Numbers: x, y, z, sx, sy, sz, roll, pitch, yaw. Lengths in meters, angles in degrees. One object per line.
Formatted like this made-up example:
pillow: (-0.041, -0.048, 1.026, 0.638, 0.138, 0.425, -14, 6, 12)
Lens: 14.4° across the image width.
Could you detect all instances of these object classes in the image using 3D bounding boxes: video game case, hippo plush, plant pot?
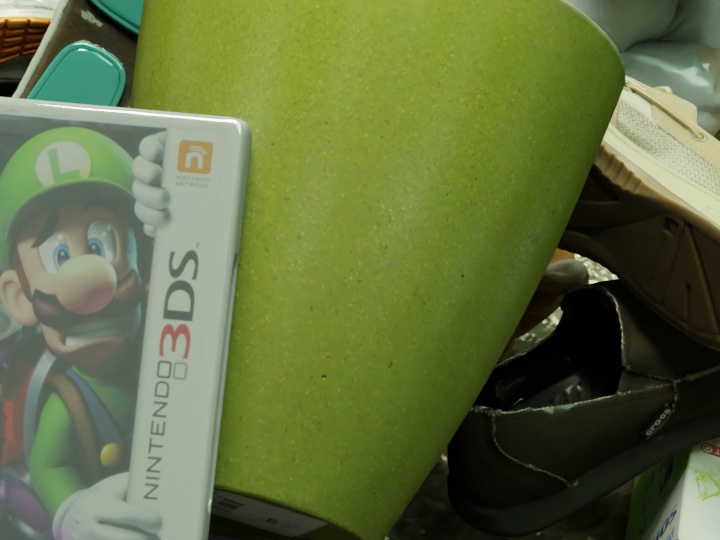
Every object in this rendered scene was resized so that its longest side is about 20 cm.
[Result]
video game case: (-0.145, 0.029, 0.977, 0.200, 0.023, 0.182, 5, 82, 5)
hippo plush: (0.125, -0.171, 1.411, 0.200, 0.161, 0.159, 7, 46, -19)
plant pot: (-0.015, -0.002, 1.057, 0.187, 0.187, 0.200, 18, 75, -8)

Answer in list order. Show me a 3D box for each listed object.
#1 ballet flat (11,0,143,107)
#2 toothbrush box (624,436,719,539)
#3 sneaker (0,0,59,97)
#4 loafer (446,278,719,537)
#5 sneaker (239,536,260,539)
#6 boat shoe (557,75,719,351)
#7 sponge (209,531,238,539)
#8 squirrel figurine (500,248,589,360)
ballet flat: (-0.104, -0.099, 1.238, 0.069, 0.069, 0.200, 34, 86, 9)
toothbrush box: (0.200, 0.095, 1.242, 0.145, 0.086, 0.200, 21, 44, -4)
sneaker: (-0.104, -0.123, 1.325, 0.200, 0.076, 0.092, 2, 43, -25)
loafer: (0.120, 0.034, 1.171, 0.200, 0.071, 0.073, -33, 39, -16)
sneaker: (-0.101, 0.132, 1.045, 0.200, 0.077, 0.089, 1, 33, -29)
boat shoe: (0.109, -0.043, 1.165, 0.065, 0.072, 0.200, -25, 52, -39)
sponge: (-0.086, 0.154, 1.090, 0.111, 0.030, 0.200, 35, 44, 11)
squirrel figurine: (0.000, 0.000, 1.231, 0.186, 0.142, 0.200, 24, 56, -16)
